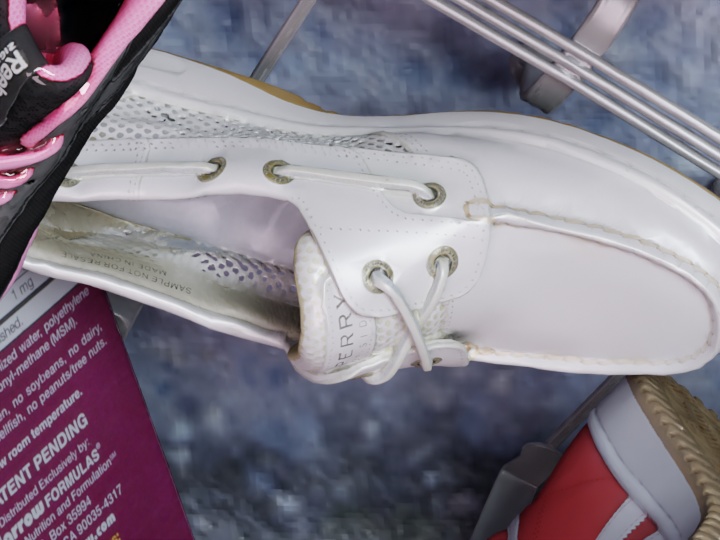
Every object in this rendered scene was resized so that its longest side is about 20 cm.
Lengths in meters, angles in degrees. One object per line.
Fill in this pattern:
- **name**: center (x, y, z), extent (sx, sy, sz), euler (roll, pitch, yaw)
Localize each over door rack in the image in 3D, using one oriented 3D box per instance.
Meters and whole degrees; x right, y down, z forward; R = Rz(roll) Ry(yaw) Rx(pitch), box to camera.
- **over door rack**: center (0.028, -0.023, 0.757), extent (0.147, 0.067, 0.200), euler (31, 133, -5)

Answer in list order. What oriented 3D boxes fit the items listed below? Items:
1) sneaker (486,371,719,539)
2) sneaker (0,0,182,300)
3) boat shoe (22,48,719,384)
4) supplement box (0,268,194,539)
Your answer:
- **sneaker**: center (0.062, 0.107, 0.659), extent (0.071, 0.200, 0.113), euler (38, 103, -14)
- **sneaker**: center (-0.087, -0.043, 0.624), extent (0.079, 0.095, 0.200), euler (28, 104, -16)
- **boat shoe**: center (0.000, 0.000, 0.694), extent (0.199, 0.069, 0.071), euler (11, 132, 12)
- **supplement box**: center (-0.138, 0.052, 0.782), extent (0.130, 0.103, 0.201), euler (-1, 119, 35)
